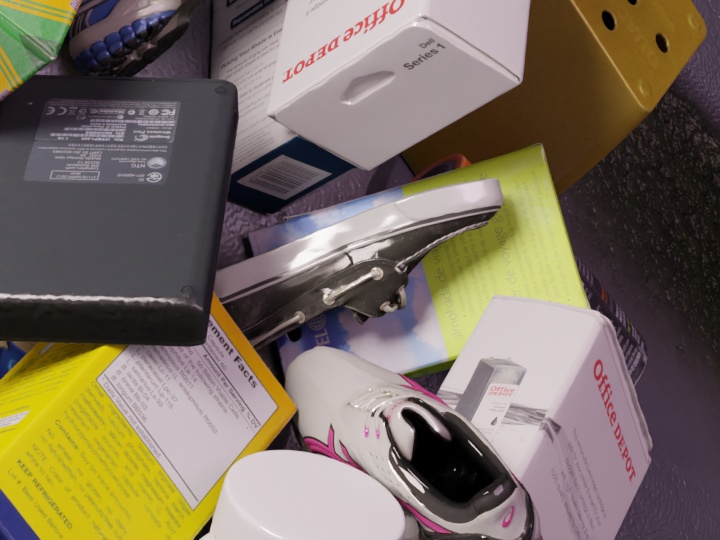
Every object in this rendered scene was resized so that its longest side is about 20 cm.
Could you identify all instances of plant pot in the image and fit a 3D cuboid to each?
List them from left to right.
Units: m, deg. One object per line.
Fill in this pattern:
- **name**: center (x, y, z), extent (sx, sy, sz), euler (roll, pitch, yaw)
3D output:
- **plant pot**: center (0.132, -0.168, 1.304), extent (0.200, 0.176, 0.200), euler (54, 43, -13)

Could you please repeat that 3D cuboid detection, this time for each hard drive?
- **hard drive**: center (-0.144, -0.038, 0.970), extent (0.200, 0.139, 0.033), euler (-87, 178, -50)

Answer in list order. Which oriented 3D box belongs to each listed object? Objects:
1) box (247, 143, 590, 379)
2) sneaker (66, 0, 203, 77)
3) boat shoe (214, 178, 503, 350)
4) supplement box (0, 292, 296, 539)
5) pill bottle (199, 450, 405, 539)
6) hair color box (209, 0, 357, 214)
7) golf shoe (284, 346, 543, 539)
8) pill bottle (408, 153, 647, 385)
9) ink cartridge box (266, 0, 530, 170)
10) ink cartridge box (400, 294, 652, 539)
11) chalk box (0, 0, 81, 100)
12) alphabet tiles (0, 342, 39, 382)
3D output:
- **box**: center (0.039, 0.005, 1.155), extent (0.048, 0.199, 0.122), euler (49, 25, -79)
- **sneaker**: center (-0.109, -0.205, 1.088), extent (0.085, 0.200, 0.077), euler (54, 1, 7)
- **boat shoe**: center (0.000, 0.000, 1.106), extent (0.071, 0.199, 0.064), euler (1, 68, -84)
- **supplement box**: center (-0.145, 0.102, 0.946), extent (0.109, 0.109, 0.200), euler (56, 45, -16)
- **pill bottle**: center (-0.049, 0.202, 0.927), extent (0.114, 0.201, 0.114), euler (14, 22, -6)
- **hair color box**: center (-0.048, -0.149, 1.170), extent (0.060, 0.100, 0.201), euler (19, 60, -37)
- **golf shoe**: center (0.027, 0.089, 0.957), extent (0.072, 0.200, 0.092), euler (-33, 137, -22)
- **pill bottle**: center (0.104, 0.014, 1.247), extent (0.200, 0.106, 0.106), euler (50, 45, -17)
- **ink cartridge box**: center (0.030, -0.181, 1.079), extent (0.084, 0.145, 0.201), euler (28, 54, -30)
- **ink cartridge box**: center (0.090, 0.136, 1.065), extent (0.200, 0.085, 0.146), euler (-56, 140, -31)
- **chalk box**: center (-0.255, -0.187, 0.957), extent (0.200, 0.124, 0.125), euler (38, 46, -27)
- **alphabet tiles**: center (-0.226, 0.002, 0.993), extent (0.200, 0.006, 0.167), euler (33, 51, -31)
